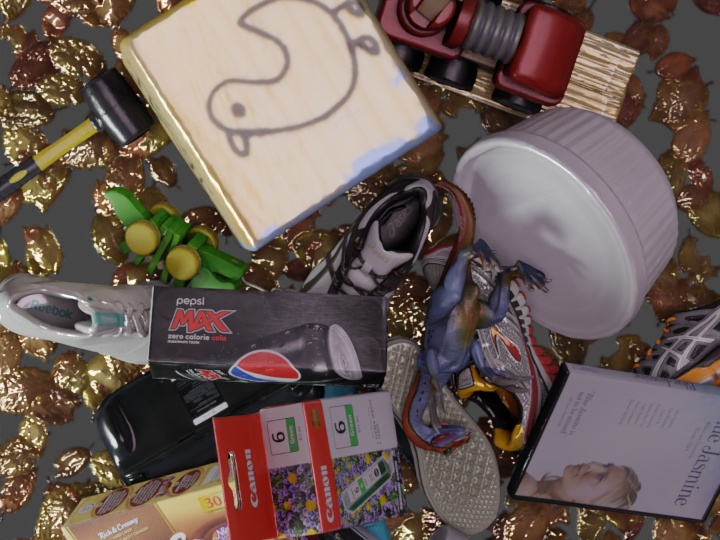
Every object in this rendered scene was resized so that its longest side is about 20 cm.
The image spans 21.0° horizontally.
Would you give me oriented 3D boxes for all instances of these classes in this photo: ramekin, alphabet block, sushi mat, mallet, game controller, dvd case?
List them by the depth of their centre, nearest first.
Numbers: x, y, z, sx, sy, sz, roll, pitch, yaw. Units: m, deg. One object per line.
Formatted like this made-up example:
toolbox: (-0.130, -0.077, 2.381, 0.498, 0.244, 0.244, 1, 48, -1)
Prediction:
alphabet block: (-0.071, -0.150, 1.638, 0.195, 0.196, 0.200, -34, 95, -6)
ramekin: (0.182, -0.049, 1.674, 0.094, 0.202, 0.203, -40, 96, -31)
game controller: (-0.132, 0.116, 1.692, 0.200, 0.042, 0.105, -30, 74, 7)
mallet: (-0.281, -0.106, 1.696, 0.200, 0.041, 0.066, -28, 96, -1)
dvd case: (0.243, 0.155, 1.716, 0.199, 0.018, 0.143, 9, 120, -20)
sushi mat: (0.147, -0.187, 1.752, 0.199, 0.012, 0.096, 20, 91, -6)

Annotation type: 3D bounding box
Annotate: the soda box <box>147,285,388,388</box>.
soda box: (-0.077, 0.057, 1.635, 0.199, 0.063, 0.071, 2, 73, -1)

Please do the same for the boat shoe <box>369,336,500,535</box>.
boat shoe: (0.064, 0.144, 1.729, 0.074, 0.062, 0.200, -32, 104, -9)

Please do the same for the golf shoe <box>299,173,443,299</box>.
golf shoe: (0.000, 0.000, 1.698, 0.078, 0.094, 0.200, 31, 88, 1)

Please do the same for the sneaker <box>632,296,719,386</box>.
sneaker: (0.292, 0.079, 1.753, 0.200, 0.078, 0.077, -32, 66, 1)

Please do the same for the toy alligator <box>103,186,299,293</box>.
toy alligator: (-0.145, -0.003, 1.696, 0.200, 0.059, 0.054, 32, 118, 2)

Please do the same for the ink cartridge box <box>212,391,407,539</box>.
ink cartridge box: (-0.038, 0.162, 1.601, 0.050, 0.200, 0.109, -12, 84, 32)

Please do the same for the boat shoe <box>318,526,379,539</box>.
boat shoe: (-0.060, 0.220, 1.695, 0.200, 0.057, 0.069, 33, 111, 7)

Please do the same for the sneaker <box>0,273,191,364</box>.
sneaker: (-0.215, 0.042, 1.678, 0.199, 0.088, 0.076, 5, 89, -13)

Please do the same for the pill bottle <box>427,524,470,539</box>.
pill bottle: (0.138, 0.312, 1.713, 0.200, 0.116, 0.116, 31, 88, -6)

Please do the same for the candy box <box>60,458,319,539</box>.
candy box: (-0.141, 0.232, 1.657, 0.199, 0.056, 0.117, -17, 108, 21)

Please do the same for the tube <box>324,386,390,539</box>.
tube: (-0.016, 0.192, 1.729, 0.077, 0.050, 0.201, -8, 97, 4)

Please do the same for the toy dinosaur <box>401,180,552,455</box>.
toy dinosaur: (0.085, 0.061, 1.668, 0.105, 0.200, 0.182, 17, 125, -31)

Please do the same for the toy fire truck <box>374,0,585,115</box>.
toy fire truck: (0.111, -0.219, 1.640, 0.175, 0.200, 0.129, 20, 91, -6)

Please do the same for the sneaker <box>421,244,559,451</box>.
sneaker: (0.112, 0.067, 1.709, 0.082, 0.078, 0.200, -34, 94, -35)
